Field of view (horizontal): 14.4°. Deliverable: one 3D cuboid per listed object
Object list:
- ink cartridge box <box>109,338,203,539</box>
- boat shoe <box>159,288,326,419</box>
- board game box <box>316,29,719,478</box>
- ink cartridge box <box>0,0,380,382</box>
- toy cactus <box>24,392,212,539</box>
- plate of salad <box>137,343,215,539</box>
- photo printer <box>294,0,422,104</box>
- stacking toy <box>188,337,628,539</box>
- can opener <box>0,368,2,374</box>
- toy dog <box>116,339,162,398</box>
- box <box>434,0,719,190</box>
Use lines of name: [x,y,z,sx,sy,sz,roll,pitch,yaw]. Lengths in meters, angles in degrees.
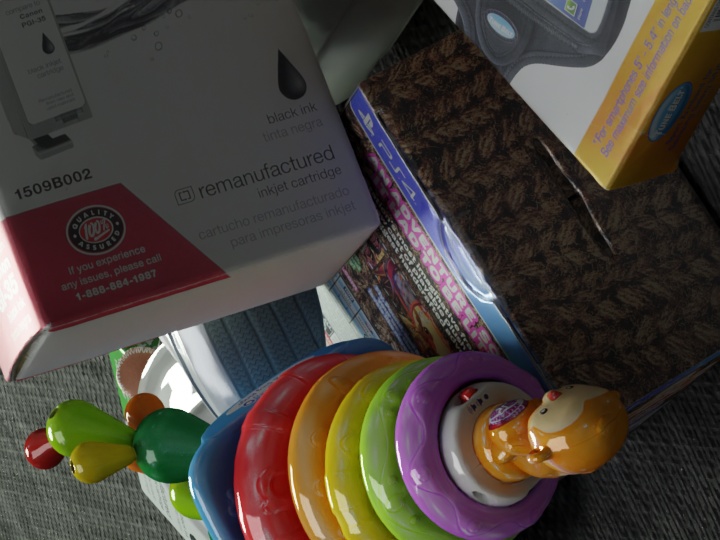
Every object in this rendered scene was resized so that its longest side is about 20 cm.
ink cartridge box: [-0.046,0.117,1.573,0.200,0.083,0.147,43,154,38]
boat shoe: [-0.077,-0.015,1.204,0.067,0.073,0.201,-26,83,46]
board game box: [0.056,0.003,1.170,0.160,0.097,0.200,58,159,8]
ink cartridge box: [-0.100,-0.077,1.117,0.201,0.146,0.083,68,159,10]
toy cactus: [-0.053,0.107,1.280,0.200,0.102,0.165,40,139,4]
plate of salad: [-0.015,0.095,1.348,0.200,0.048,0.200,19,137,19]
photo printer: [-0.029,-0.170,1.183,0.167,0.069,0.200,58,159,7]
stacking toy: [0.033,0.071,1.058,0.110,0.116,0.200,59,148,-5]
can opener: [-0.127,-0.003,1.376,0.053,0.067,0.200,37,135,-29]
toy dog: [-0.104,0.020,1.450,0.200,0.096,0.132,55,159,14]
box: [0.060,-0.139,1.006,0.200,0.041,0.119,48,135,25]
